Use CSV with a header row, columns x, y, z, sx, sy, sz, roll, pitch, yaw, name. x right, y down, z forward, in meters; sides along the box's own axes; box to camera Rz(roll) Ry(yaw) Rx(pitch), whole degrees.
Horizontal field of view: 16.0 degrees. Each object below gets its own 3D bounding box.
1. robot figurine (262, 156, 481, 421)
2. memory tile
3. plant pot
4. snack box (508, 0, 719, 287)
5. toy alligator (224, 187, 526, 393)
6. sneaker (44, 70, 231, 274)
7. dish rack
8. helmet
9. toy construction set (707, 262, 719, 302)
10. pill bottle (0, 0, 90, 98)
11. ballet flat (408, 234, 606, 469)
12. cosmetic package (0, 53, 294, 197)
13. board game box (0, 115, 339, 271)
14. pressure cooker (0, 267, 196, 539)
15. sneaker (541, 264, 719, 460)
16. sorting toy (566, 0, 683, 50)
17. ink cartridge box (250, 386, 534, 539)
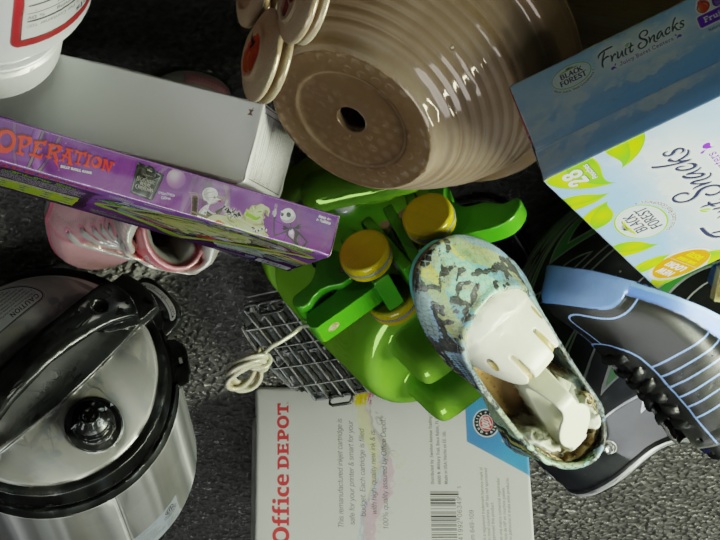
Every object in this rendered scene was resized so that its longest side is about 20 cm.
x,y,z,sx,sy,sz,roll,pitch,yaw,name
0.014,0.001,1.580,0.116,0.200,0.176,-38,142,-9,robot figurine
-0.023,-0.193,1.308,0.017,0.154,0.200,12,142,-21,memory tile
0.014,-0.111,1.414,0.200,0.093,0.201,21,142,18,plant pot
0.196,-0.077,1.399,0.168,0.068,0.200,-25,153,15,snack box
0.000,0.000,1.477,0.199,0.054,0.059,-30,141,1,toy alligator
-0.141,-0.030,1.593,0.075,0.105,0.200,15,144,-27,sneaker
0.025,0.029,1.736,0.199,0.055,0.154,-12,144,18,dish rack
0.183,0.045,1.634,0.190,0.201,0.200,3,146,-14,helmet
0.308,-0.002,1.538,0.200,0.092,0.131,26,103,-37,toy construction set
-0.192,-0.184,1.351,0.112,0.113,0.200,4,146,-9,pill bottle
0.094,0.051,1.481,0.074,0.075,0.200,-16,142,20,ballet flat
-0.143,-0.088,1.468,0.199,0.051,0.083,14,175,14,cosmetic package
-0.119,-0.042,1.449,0.199,0.032,0.120,16,177,-11,board game box
-0.198,0.095,1.702,0.178,0.177,0.200,2,155,4,pressure cooker
0.189,0.061,1.509,0.199,0.078,0.070,23,175,-13,sneaker
0.171,-0.144,1.466,0.199,0.070,0.199,8,145,-14,sorting toy
0.020,0.182,1.878,0.199,0.147,0.146,0,147,-2,ink cartridge box
